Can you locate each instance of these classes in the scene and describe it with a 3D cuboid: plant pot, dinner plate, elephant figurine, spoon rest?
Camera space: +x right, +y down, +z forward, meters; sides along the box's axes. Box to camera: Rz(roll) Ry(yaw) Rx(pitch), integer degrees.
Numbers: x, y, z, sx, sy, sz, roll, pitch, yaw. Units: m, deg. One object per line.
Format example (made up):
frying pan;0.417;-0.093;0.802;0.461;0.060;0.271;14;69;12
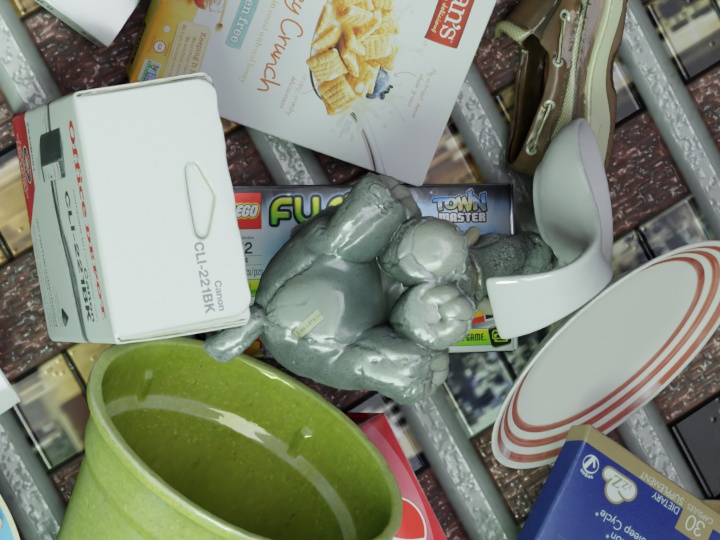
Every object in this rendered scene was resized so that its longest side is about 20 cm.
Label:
plant pot;-0.104;0.170;1.605;0.200;0.201;0.185;22;115;-17
dinner plate;0.157;0.048;1.717;0.200;0.200;0.024;-33;65;-16
elephant figurine;0.019;0.016;1.660;0.155;0.200;0.142;27;96;6
spoon rest;0.130;-0.023;1.659;0.060;0.200;0.100;-5;116;21

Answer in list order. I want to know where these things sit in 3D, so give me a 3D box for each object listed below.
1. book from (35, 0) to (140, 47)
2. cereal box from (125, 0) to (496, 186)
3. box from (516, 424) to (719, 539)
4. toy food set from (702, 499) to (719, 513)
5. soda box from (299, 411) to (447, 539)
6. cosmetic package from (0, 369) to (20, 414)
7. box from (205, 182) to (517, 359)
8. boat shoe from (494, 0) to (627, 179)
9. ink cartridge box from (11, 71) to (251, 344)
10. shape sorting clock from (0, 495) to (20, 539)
book;-0.201;-0.248;1.666;0.200;0.048;0.134;35;81;-18
cereal box;-0.028;-0.151;1.688;0.199;0.040;0.144;18;104;-14
box;0.141;0.213;1.711;0.121;0.032;0.200;34;74;-18
toy food set;0.227;0.247;1.793;0.199;0.049;0.199;-21;96;-17
soda box;0.023;0.190;1.715;0.063;0.070;0.200;-29;98;-18
cosmetic package;-0.314;0.086;1.599;0.200;0.085;0.108;-35;101;-14
box;0.000;0.000;1.729;0.199;0.035;0.111;-2;89;-18
boat shoe;0.125;-0.157;1.751;0.075;0.075;0.203;2;89;-19
ink cartridge box;-0.137;-0.034;1.598;0.083;0.200;0.145;-10;92;-18
shape sorting clock;-0.285;0.185;1.551;0.199;0.039;0.201;-2;96;-21
